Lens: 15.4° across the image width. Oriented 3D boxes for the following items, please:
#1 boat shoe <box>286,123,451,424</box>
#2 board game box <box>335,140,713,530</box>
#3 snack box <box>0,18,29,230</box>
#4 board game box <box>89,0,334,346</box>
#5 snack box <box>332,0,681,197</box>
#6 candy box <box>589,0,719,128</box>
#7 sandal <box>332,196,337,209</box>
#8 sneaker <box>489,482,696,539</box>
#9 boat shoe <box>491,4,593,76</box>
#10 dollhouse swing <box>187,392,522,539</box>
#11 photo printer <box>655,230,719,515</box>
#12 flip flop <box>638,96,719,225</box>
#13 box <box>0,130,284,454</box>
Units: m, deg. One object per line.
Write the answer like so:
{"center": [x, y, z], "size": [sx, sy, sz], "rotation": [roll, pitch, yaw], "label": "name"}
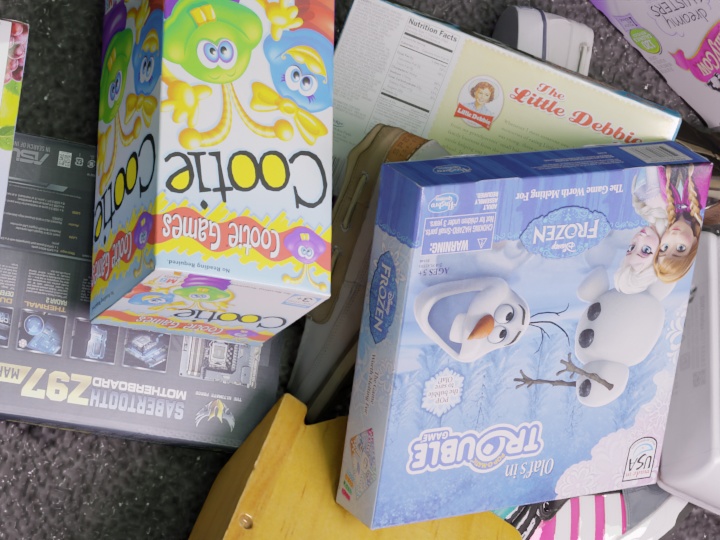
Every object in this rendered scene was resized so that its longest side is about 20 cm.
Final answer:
{"center": [0.000, 0.000, 1.507], "size": [0.068, 0.200, 0.075], "rotation": [37, 35, 11], "label": "boat shoe"}
{"center": [0.091, 0.034, 1.461], "size": [0.200, 0.043, 0.199], "rotation": [-6, 115, -33], "label": "board game box"}
{"center": [-0.237, -0.027, 1.398], "size": [0.068, 0.169, 0.201], "rotation": [8, 82, -21], "label": "snack box"}
{"center": [-0.080, -0.073, 1.450], "size": [0.105, 0.103, 0.200], "rotation": [9, 70, -24], "label": "board game box"}
{"center": [0.071, -0.072, 1.525], "size": [0.200, 0.037, 0.116], "rotation": [22, 100, 2], "label": "snack box"}
{"center": [0.206, -0.186, 1.598], "size": [0.200, 0.168, 0.072], "rotation": [45, 71, -13], "label": "candy box"}
{"center": [0.026, -0.054, 1.575], "size": [0.082, 0.050, 0.203], "rotation": [20, 80, -18], "label": "sandal"}
{"center": [0.114, 0.122, 1.584], "size": [0.200, 0.084, 0.121], "rotation": [-36, 109, -20], "label": "sneaker"}
{"center": [0.108, -0.059, 1.603], "size": [0.066, 0.072, 0.200], "rotation": [9, 74, -17], "label": "boat shoe"}
{"center": [-0.028, 0.218, 1.506], "size": [0.200, 0.176, 0.182], "rotation": [34, 45, -12], "label": "dollhouse swing"}
{"center": [0.263, 0.084, 1.616], "size": [0.200, 0.069, 0.167], "rotation": [26, 54, -36], "label": "photo printer"}
{"center": [0.196, -0.056, 1.619], "size": [0.200, 0.081, 0.058], "rotation": [12, 123, -50], "label": "flip flop"}
{"center": [-0.139, 0.014, 1.500], "size": [0.200, 0.051, 0.158], "rotation": [9, 82, -23], "label": "box"}
